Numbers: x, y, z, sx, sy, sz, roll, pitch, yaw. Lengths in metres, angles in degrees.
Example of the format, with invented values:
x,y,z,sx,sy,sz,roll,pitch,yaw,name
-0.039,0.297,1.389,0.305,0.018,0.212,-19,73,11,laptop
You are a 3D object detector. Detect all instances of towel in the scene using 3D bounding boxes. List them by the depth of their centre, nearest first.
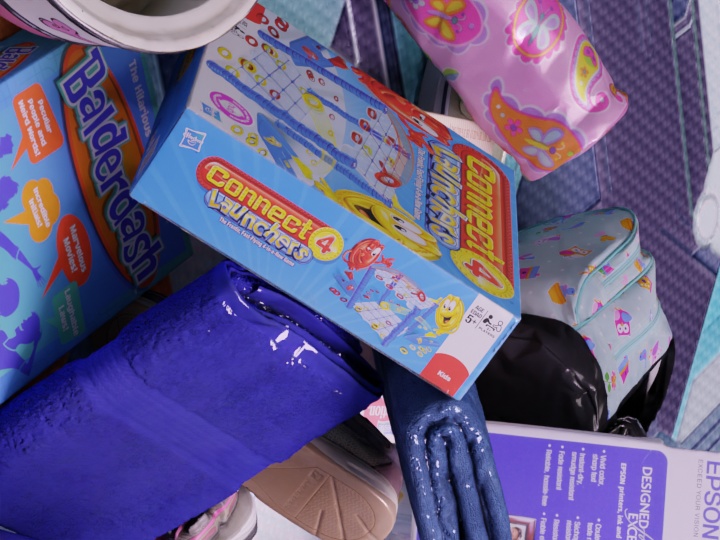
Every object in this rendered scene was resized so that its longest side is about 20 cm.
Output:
x,y,z,sx,sy,sz,roll,pitch,yaw,name
-0.104,0.073,1.164,0.148,0.199,0.050,38,25,-48,towel
0.037,0.063,1.225,0.200,0.048,0.112,-104,-178,-59,towel

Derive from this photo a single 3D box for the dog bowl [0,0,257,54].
x,y,z,sx,sy,sz,roll,pitch,yaw,name
-0.130,-0.199,1.102,0.199,0.073,0.202,8,78,-46,dog bowl

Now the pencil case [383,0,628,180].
x,y,z,sx,sy,sz,roll,pitch,yaw,name
0.074,-0.151,1.358,0.200,0.087,0.088,49,53,-10,pencil case

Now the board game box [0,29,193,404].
x,y,z,sx,sy,sz,roll,pitch,yaw,name
-0.174,-0.030,1.140,0.200,0.045,0.153,-41,129,-43,board game box

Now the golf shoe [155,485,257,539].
x,y,z,sx,sy,sz,roll,pitch,yaw,name
-0.114,0.196,1.253,0.200,0.072,0.092,-54,138,-32,golf shoe

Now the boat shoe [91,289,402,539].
x,y,z,sx,sy,sz,roll,pitch,yaw,name
-0.059,0.075,1.252,0.199,0.072,0.065,36,34,-7,boat shoe

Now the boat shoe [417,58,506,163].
x,y,z,sx,sy,sz,roll,pitch,yaw,name
0.081,-0.126,1.454,0.072,0.062,0.202,-6,104,-53,boat shoe

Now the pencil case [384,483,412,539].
x,y,z,sx,sy,sz,roll,pitch,yaw,name
0.098,0.180,1.435,0.091,0.199,0.084,0,99,-62,pencil case

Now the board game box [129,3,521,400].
x,y,z,sx,sy,sz,roll,pitch,yaw,name
-0.012,-0.046,1.176,0.056,0.195,0.200,-54,-168,22,board game box

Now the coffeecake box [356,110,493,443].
x,y,z,sx,sy,sz,roll,pitch,yaw,name
0.000,0.000,1.363,0.153,0.073,0.202,5,95,-55,coffeecake box

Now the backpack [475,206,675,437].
x,y,z,sx,sy,sz,roll,pitch,yaw,name
0.129,0.043,1.488,0.200,0.166,0.128,-37,121,-51,backpack

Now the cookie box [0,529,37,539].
x,y,z,sx,sy,sz,roll,pitch,yaw,name
-0.151,0.229,1.100,0.172,0.199,0.075,-57,138,-28,cookie box

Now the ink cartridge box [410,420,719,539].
x,y,z,sx,sy,sz,roll,pitch,yaw,name
0.125,0.193,1.344,0.043,0.198,0.200,-5,99,-68,ink cartridge box
